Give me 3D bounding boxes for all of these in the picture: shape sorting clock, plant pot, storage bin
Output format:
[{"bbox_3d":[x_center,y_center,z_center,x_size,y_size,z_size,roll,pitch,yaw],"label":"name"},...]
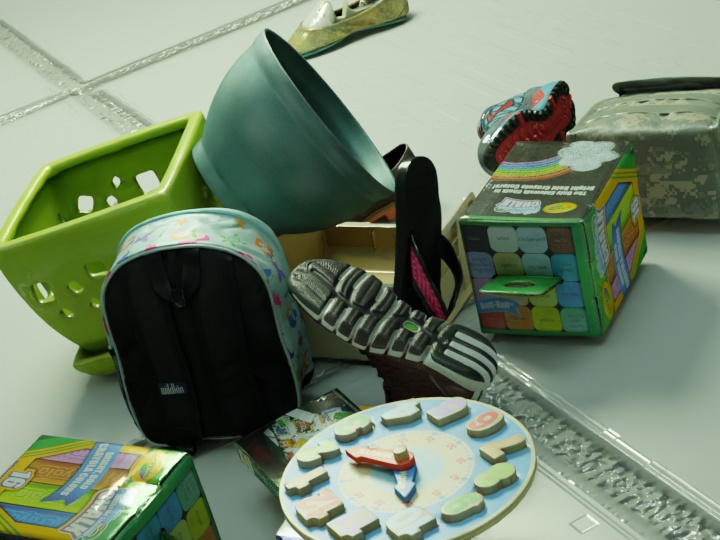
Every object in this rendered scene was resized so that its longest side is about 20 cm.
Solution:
[{"bbox_3d":[0.035,0.151,1.236,0.198,0.040,0.201,-12,29,7],"label":"shape sorting clock"},{"bbox_3d":[-0.224,-0.018,1.638,0.197,0.183,0.201,-17,27,16],"label":"plant pot"},{"bbox_3d":[0.000,0.000,1.605,0.198,0.095,0.199,1,32,29],"label":"storage bin"},{"bbox_3d":[-0.078,-0.114,1.577,0.134,0.200,0.201,-38,26,10],"label":"plant pot"}]

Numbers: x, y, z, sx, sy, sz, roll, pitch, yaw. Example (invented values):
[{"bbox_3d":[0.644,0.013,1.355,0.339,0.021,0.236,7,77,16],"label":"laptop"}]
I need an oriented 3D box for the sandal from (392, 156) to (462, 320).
[{"bbox_3d":[0.063,-0.001,1.460,0.045,0.202,0.075,6,16,32],"label":"sandal"}]

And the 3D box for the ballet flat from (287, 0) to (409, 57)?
[{"bbox_3d":[-0.026,-0.363,2.323,0.198,0.071,0.071,-22,28,-12],"label":"ballet flat"}]

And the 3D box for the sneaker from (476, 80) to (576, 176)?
[{"bbox_3d":[0.170,-0.148,1.836,0.095,0.080,0.200,-8,18,34],"label":"sneaker"}]

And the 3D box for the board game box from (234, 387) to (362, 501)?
[{"bbox_3d":[-0.016,0.162,1.306,0.104,0.024,0.200,-24,29,-18],"label":"board game box"}]

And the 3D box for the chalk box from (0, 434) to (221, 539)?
[{"bbox_3d":[-0.187,0.218,1.261,0.198,0.126,0.124,4,33,29],"label":"chalk box"}]

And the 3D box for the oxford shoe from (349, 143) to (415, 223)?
[{"bbox_3d":[-0.020,-0.076,1.777,0.199,0.073,0.071,-30,31,-26],"label":"oxford shoe"}]

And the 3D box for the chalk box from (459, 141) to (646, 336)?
[{"bbox_3d":[0.174,-0.019,1.509,0.124,0.125,0.200,3,33,28],"label":"chalk box"}]

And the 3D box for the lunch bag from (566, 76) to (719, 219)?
[{"bbox_3d":[0.326,-0.137,1.679,0.163,0.119,0.200,1,25,30],"label":"lunch bag"}]

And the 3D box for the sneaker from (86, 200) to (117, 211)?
[{"bbox_3d":[-0.255,-0.032,1.833,0.098,0.071,0.199,17,-21,-31],"label":"sneaker"}]

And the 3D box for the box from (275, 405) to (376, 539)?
[{"bbox_3d":[0.017,0.184,1.317,0.118,0.042,0.200,0,34,27],"label":"box"}]

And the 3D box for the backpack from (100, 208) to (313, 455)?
[{"bbox_3d":[-0.138,0.042,1.470,0.176,0.202,0.151,-9,32,12],"label":"backpack"}]

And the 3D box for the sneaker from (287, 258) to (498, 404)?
[{"bbox_3d":[0.016,0.079,1.411,0.199,0.116,0.076,29,43,15],"label":"sneaker"}]
